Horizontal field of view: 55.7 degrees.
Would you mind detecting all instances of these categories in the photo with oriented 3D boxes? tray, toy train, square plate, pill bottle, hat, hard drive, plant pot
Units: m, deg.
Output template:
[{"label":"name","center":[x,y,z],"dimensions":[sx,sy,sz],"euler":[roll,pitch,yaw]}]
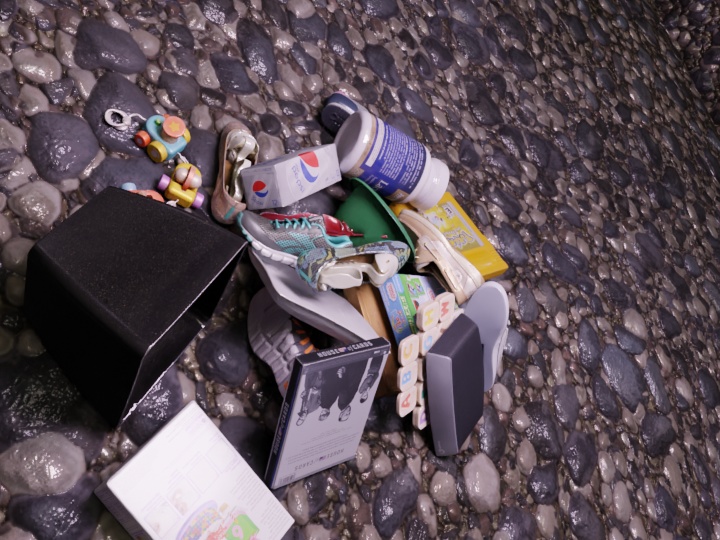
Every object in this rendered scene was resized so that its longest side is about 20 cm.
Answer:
[{"label":"tray","center":[0.041,0.101,1.123],"dimensions":[0.097,0.037,0.203],"euler":[-3,69,-40]},{"label":"toy train","center":[-0.295,-0.154,0.978],"dimensions":[0.148,0.055,0.203],"euler":[1,66,-39]},{"label":"square plate","center":[-0.069,0.047,0.990],"dimensions":[0.197,0.029,0.200],"euler":[31,7,-28]},{"label":"pill bottle","center":[0.054,-0.189,1.210],"dimensions":[0.198,0.115,0.117],"euler":[23,53,-27]},{"label":"hat","center":[-0.035,-0.042,1.132],"dimensions":[0.175,0.166,0.201],"euler":[-38,77,-11]},{"label":"hard drive","center":[0.155,0.186,1.088],"dimensions":[0.135,0.042,0.203],"euler":[-40,131,-45]},{"label":"plant pot","center":[-0.279,0.025,0.806],"dimensions":[0.176,0.200,0.200],"euler":[36,47,-2]}]

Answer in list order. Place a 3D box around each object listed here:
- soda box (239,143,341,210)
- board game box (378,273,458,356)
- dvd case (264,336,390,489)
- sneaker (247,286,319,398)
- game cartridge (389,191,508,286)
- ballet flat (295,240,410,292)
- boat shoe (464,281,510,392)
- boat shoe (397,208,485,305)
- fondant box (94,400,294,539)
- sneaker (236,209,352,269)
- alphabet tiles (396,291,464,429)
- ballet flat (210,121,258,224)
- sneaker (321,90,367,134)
[{"label":"soda box","center":[-0.105,-0.151,1.077],"dimensions":[0.200,0.067,0.065],"euler":[-37,120,-59]},{"label":"board game box","center":[0.115,0.085,1.158],"dimensions":[0.199,0.036,0.154],"euler":[5,62,-56]},{"label":"dvd case","center":[-0.044,0.189,0.909],"dimensions":[0.149,0.203,0.025],"euler":[-8,34,-41]},{"label":"sneaker","center":[-0.090,0.118,0.990],"dimensions":[0.112,0.077,0.202],"euler":[22,36,-56]},{"label":"game cartridge","center":[0.166,-0.060,1.281],"dimensions":[0.175,0.033,0.201],"euler":[-14,59,-43]},{"label":"ballet flat","center":[0.000,0.000,1.029],"dimensions":[0.197,0.074,0.075],"euler":[-9,71,-26]},{"label":"boat shoe","center":[0.221,0.101,1.159],"dimensions":[0.086,0.073,0.205],"euler":[-43,137,-55]},{"label":"boat shoe","center":[0.121,-0.023,1.163],"dimensions":[0.069,0.074,0.200],"euler":[-41,68,-11]},{"label":"fondant box","center":[-0.194,0.283,0.815],"dimensions":[0.201,0.058,0.144],"euler":[50,46,-4]},{"label":"sneaker","center":[-0.095,-0.053,1.041],"dimensions":[0.198,0.092,0.078],"euler":[28,15,-30]},{"label":"alphabet tiles","center":[0.115,0.141,1.067],"dimensions":[0.194,0.014,0.204],"euler":[-19,115,-51]},{"label":"ballet flat","center":[-0.187,-0.165,1.064],"dimensions":[0.067,0.067,0.203],"euler":[18,56,-29]},{"label":"sneaker","center":[0.018,-0.265,1.287],"dimensions":[0.199,0.070,0.083],"euler":[38,41,-22]}]
